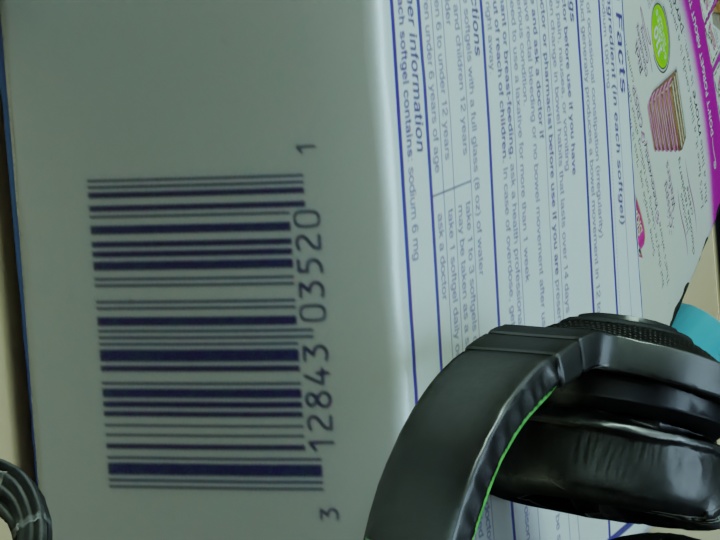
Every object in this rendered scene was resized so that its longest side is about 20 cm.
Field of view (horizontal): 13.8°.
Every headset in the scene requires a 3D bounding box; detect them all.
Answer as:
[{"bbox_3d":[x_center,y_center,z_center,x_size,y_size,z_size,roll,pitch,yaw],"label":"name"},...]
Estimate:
[{"bbox_3d":[0.075,0.066,0.698,0.200,0.094,0.124,-26,114,-53],"label":"headset"}]

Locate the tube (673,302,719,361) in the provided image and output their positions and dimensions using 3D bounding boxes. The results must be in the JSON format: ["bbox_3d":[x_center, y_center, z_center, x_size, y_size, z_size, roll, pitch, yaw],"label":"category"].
[{"bbox_3d":[0.083,0.078,1.062,0.200,0.050,0.078,-48,126,-52],"label":"tube"}]

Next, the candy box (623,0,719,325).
[{"bbox_3d":[0.083,-0.062,1.039,0.200,0.061,0.137,-60,143,-53],"label":"candy box"}]

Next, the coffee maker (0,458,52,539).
[{"bbox_3d":[-0.040,0.170,0.589,0.200,0.134,0.193,56,41,-39],"label":"coffee maker"}]

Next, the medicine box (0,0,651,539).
[{"bbox_3d":[0.000,0.000,0.774,0.200,0.102,0.183,-25,112,-67],"label":"medicine box"}]
